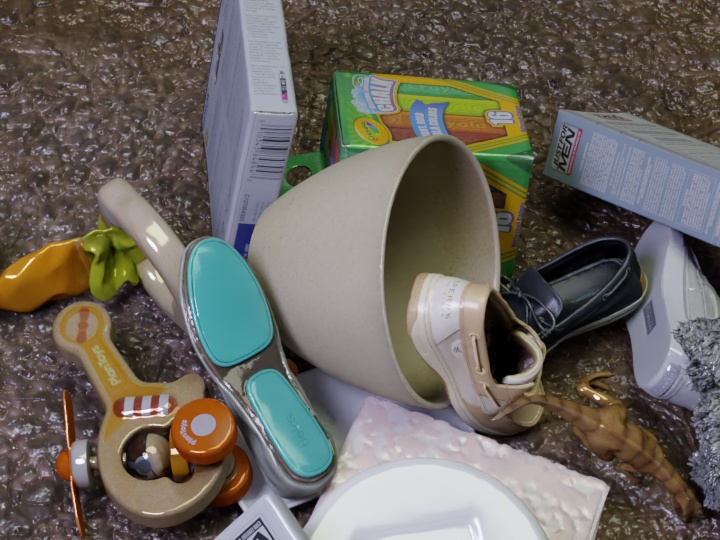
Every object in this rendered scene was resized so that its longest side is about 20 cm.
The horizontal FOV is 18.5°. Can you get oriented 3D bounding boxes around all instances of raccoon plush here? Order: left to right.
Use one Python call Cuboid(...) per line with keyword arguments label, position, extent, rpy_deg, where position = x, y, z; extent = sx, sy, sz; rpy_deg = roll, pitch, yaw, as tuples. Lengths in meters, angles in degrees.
Cuboid(label="raccoon plush", position=(0.285, 0.108, 1.602), extent=(0.096, 0.135, 0.200), rpy_deg=(-16, 16, -1))

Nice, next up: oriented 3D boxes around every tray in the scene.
Cuboid(label="tray", position=(-0.022, 0.121, 1.659), extent=(0.199, 0.022, 0.108), rpy_deg=(-19, 52, -27))

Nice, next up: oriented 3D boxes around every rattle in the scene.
Cuboid(label="rattle", position=(-0.163, 0.040, 1.662), extent=(0.142, 0.130, 0.200), rpy_deg=(-31, 76, -29))

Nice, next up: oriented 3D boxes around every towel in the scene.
Cuboid(label="towel", position=(0.061, 0.199, 1.579), extent=(0.199, 0.032, 0.192), rpy_deg=(21, 53, 6))

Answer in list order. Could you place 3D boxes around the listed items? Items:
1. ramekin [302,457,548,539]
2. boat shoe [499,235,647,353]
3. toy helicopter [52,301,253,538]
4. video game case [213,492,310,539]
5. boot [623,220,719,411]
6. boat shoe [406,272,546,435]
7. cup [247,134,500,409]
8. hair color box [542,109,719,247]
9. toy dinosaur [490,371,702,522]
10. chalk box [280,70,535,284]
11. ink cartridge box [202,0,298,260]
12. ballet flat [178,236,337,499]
Cuboid(label="ramekin", position=(0.040, 0.222, 1.477), extent=(0.199, 0.098, 0.202), rpy_deg=(1, 67, -3))
Cuboid(label="boat shoe", position=(0.135, 0.031, 1.734), extent=(0.199, 0.062, 0.075), rpy_deg=(-26, 51, -12))
Cuboid(label="toy helicopter", position=(-0.174, 0.104, 1.595), extent=(0.132, 0.079, 0.200), rpy_deg=(-30, 57, -11))
Cuboid(label="video game case", position=(-0.076, 0.273, 1.387), extent=(0.183, 0.200, 0.022), rpy_deg=(54, 16, 21))
Cuboid(label="boot", position=(0.268, 0.044, 1.773), extent=(0.095, 0.074, 0.201), rpy_deg=(26, 38, -16))
Cuboid(label="boat shoe", position=(0.100, 0.067, 1.621), extent=(0.069, 0.200, 0.074), rpy_deg=(2, 65, 29))
Cuboid(label="cup", position=(0.000, 0.000, 1.654), extent=(0.142, 0.201, 0.201), rpy_deg=(1, 39, 27))
Cuboid(label="hair color box", position=(0.259, -0.075, 1.816), extent=(0.199, 0.061, 0.099), rpy_deg=(26, 18, 39))
Cuboid(label="toy dinosaur", position=(0.178, 0.114, 1.638), extent=(0.199, 0.061, 0.106), rpy_deg=(31, 10, -19))
Cuboid(label="chalk box", position=(0.027, -0.077, 1.775), extent=(0.198, 0.125, 0.125), rpy_deg=(4, 34, -9))
Cuboid(label="ink cartridge box", position=(-0.090, -0.119, 1.754), extent=(0.043, 0.197, 0.201), rpy_deg=(3, 46, -11))
Cuboid(label="ballet flat", position=(-0.083, 0.074, 1.592), extent=(0.067, 0.064, 0.201), rpy_deg=(-23, 80, -27))
